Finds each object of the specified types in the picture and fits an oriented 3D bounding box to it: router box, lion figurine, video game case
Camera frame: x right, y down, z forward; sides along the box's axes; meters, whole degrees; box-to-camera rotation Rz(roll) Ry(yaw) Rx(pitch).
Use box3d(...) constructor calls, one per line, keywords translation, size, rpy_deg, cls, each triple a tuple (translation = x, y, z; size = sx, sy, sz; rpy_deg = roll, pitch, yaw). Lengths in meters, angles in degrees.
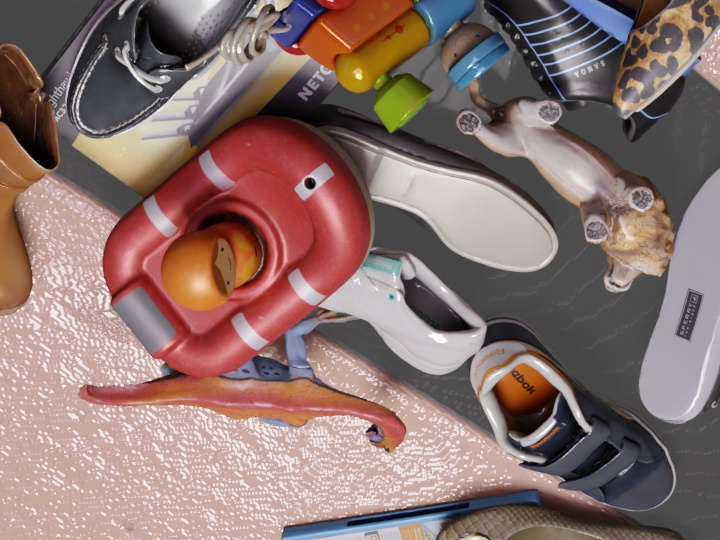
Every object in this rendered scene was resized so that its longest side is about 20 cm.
box3d(translation=(-0.107, -0.143, 1.456), size=(0.157, 0.052, 0.200), rpy_deg=(36, 113, -13), cls="router box")
box3d(translation=(0.140, -0.070, 1.458), size=(0.072, 0.122, 0.200), rpy_deg=(-41, 91, 8), cls="lion figurine")
box3d(translation=(0.051, 0.247, 1.656), size=(0.200, 0.018, 0.143), rpy_deg=(-10, 114, 9), cls="video game case")

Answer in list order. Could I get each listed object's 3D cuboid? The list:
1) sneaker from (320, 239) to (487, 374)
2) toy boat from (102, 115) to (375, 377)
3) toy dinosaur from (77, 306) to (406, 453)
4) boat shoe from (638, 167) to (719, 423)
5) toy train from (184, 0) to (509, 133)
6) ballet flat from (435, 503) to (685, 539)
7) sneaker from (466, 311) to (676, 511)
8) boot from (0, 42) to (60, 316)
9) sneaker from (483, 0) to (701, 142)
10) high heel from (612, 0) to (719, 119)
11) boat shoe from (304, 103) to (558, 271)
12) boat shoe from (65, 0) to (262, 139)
box3d(translation=(0.000, 0.000, 1.485), size=(0.200, 0.088, 0.075), rpy_deg=(26, 72, -7), cls="sneaker")
box3d(translation=(-0.088, -0.011, 1.407), size=(0.200, 0.131, 0.131), rpy_deg=(-39, 91, 22), cls="toy boat")
box3d(translation=(-0.065, 0.097, 1.525), size=(0.181, 0.200, 0.105), rpy_deg=(26, 137, 26), cls="toy dinosaur")
box3d(translation=(0.252, 0.012, 1.503), size=(0.069, 0.057, 0.200), rpy_deg=(31, 109, 34), cls="boat shoe")
box3d(translation=(-0.004, -0.132, 1.344), size=(0.116, 0.200, 0.085), rpy_deg=(50, 151, 2), cls="toy train")
box3d(translation=(0.155, 0.215, 1.600), size=(0.200, 0.046, 0.067), rpy_deg=(6, 112, -9), cls="ballet flat")
box3d(translation=(0.151, 0.119, 1.553), size=(0.200, 0.079, 0.078), rpy_deg=(40, 112, -16), cls="sneaker")
box3d(translation=(-0.248, -0.060, 1.459), size=(0.155, 0.074, 0.200), rpy_deg=(-7, 117, 45), cls="boot")
box3d(translation=(0.125, -0.158, 1.421), size=(0.200, 0.070, 0.078), rpy_deg=(29, 108, -11), cls="sneaker")
box3d(translation=(0.171, -0.207, 1.356), size=(0.142, 0.071, 0.200), rpy_deg=(36, 74, -17), cls="high heel")
box3d(translation=(0.048, -0.063, 1.488), size=(0.200, 0.057, 0.067), rpy_deg=(23, 122, -14), cls="boat shoe")
box3d(translation=(-0.126, -0.154, 1.389), size=(0.076, 0.060, 0.200), rpy_deg=(36, 113, -12), cls="boat shoe")
